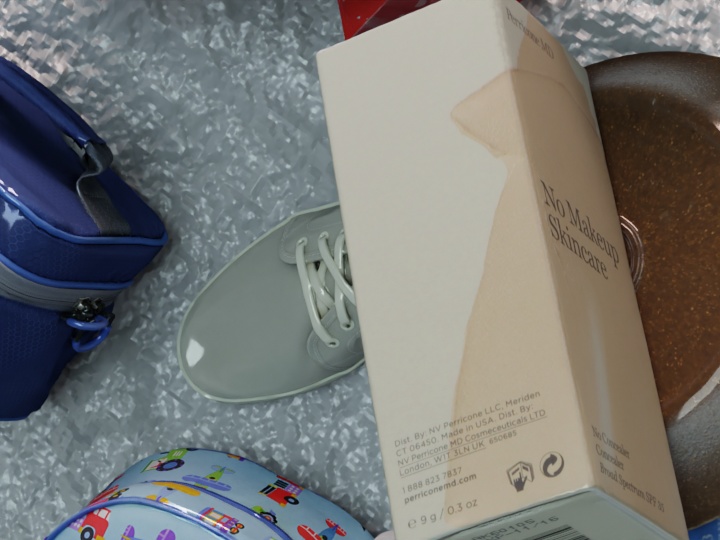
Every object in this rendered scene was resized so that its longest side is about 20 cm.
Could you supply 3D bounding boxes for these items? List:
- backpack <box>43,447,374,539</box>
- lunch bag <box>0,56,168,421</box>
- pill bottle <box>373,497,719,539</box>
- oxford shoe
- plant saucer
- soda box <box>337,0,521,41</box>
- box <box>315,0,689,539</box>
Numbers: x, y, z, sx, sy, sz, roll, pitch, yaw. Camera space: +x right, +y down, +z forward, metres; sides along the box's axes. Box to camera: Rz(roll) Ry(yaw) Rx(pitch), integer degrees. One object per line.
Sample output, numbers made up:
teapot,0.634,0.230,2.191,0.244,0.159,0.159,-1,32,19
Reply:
backpack,-0.082,0.182,1.053,0.182,0.134,0.201,25,96,20
lunch bag,-0.184,-0.031,1.096,0.200,0.136,0.133,42,105,18
pill bottle,0.106,0.127,0.984,0.199,0.112,0.113,-15,83,22
oxford shoe,0.000,0.000,1.061,0.199,0.058,0.076,-24,82,22
plant saucer,0.095,0.003,0.949,0.199,0.037,0.202,-12,66,28
soda box,0.059,-0.162,0.978,0.200,0.063,0.070,-41,55,52
box,0.050,0.009,0.896,0.077,0.095,0.201,-21,64,22
